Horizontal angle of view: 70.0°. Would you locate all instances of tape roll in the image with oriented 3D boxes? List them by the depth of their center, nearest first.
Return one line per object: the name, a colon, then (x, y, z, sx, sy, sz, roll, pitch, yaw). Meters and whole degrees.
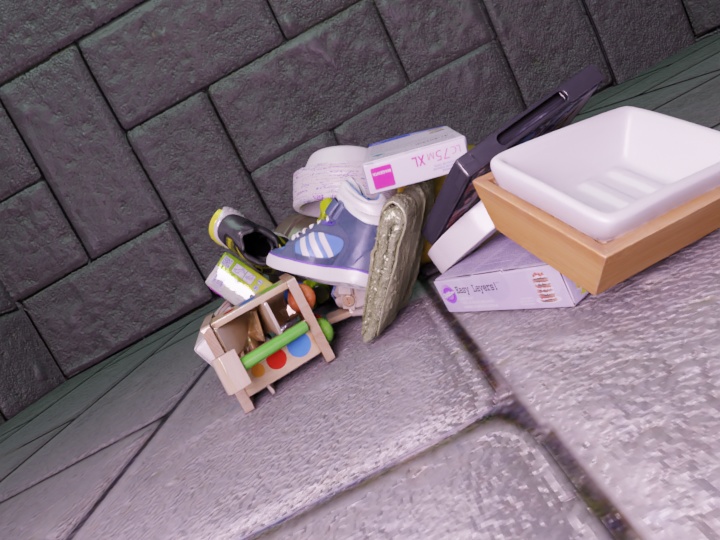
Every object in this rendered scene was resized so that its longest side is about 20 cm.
tape roll: (0.176, -0.069, 0.673, 0.201, 0.037, 0.203, -36, -10, -7)

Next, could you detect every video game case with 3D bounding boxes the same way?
video game case: (0.159, -0.118, 0.582, 0.179, 0.026, 0.200, -36, -11, -11)

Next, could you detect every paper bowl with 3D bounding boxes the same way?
paper bowl: (-0.028, -0.164, 0.962, 0.196, 0.107, 0.201, -1, -4, 0)

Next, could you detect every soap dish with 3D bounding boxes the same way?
soap dish: (0.225, -0.070, 0.463, 0.197, 0.082, 0.157, -24, 39, -18)

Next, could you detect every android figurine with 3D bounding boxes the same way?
android figurine: (-0.067, -0.030, 0.879, 0.040, 0.185, 0.201, 11, 23, -12)

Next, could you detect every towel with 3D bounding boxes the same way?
towel: (0.051, -0.015, 0.674, 0.036, 0.203, 0.148, 19, 31, 18)

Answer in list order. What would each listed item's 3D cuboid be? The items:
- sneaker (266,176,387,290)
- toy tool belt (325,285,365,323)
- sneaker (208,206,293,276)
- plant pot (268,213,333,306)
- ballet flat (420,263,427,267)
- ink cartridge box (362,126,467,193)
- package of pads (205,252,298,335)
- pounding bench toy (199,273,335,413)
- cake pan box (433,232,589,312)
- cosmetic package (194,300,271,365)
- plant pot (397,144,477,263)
sneaker: (-0.041, -0.058, 0.729, 0.197, 0.150, 0.080, 10, -7, 38)
toy tool belt: (0.000, 0.000, 0.848, 0.122, 0.125, 0.201, -30, 26, 25)
sneaker: (-0.151, -0.027, 0.821, 0.084, 0.199, 0.075, 31, 92, 39)
plant pot: (-0.061, -0.019, 1.051, 0.171, 0.204, 0.199, 2, 26, 39)
ballet flat: (0.148, -0.058, 0.959, 0.197, 0.070, 0.063, -26, -21, -1)
ink cartridge box: (0.066, -0.148, 0.662, 0.117, 0.043, 0.201, -14, 20, 7)
package of pads: (-0.177, 0.046, 0.887, 0.069, 0.153, 0.200, -55, 4, -7)
pounding bench toy: (-0.115, 0.091, 0.691, 0.154, 0.126, 0.200, -29, 9, -11)
cake pan box: (0.205, -0.020, 0.587, 0.183, 0.053, 0.199, -31, 9, -29)
cosmetic package: (-0.214, 0.116, 0.880, 0.088, 0.103, 0.200, -50, 14, -8)
plant pot: (0.168, -0.122, 0.849, 0.185, 0.205, 0.201, -6, 7, -6)
